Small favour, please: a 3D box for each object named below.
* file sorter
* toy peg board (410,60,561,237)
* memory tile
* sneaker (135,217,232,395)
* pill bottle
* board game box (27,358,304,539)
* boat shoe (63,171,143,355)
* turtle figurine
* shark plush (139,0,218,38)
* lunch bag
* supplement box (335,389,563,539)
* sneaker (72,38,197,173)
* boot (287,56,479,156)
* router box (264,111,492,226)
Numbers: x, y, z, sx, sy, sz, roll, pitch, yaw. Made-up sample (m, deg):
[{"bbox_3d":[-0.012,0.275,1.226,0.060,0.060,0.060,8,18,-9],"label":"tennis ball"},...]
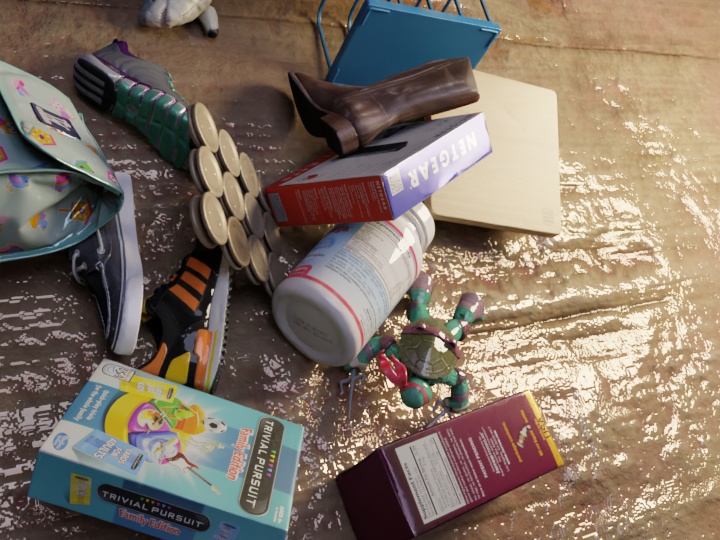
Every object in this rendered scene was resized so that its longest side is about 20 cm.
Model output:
[{"bbox_3d":[0.057,-0.329,1.074,0.197,0.139,0.125,1,60,-27],"label":"file sorter"},{"bbox_3d":[0.155,-0.145,1.066,0.197,0.098,0.203,7,76,-24],"label":"toy peg board"},{"bbox_3d":[-0.124,-0.064,0.820,0.016,0.200,0.156,-16,66,11],"label":"memory tile"},{"bbox_3d":[-0.175,0.023,0.797,0.088,0.070,0.203,6,57,-14],"label":"sneaker"},{"bbox_3d":[0.000,0.000,0.877,0.109,0.109,0.200,42,52,-1],"label":"pill bottle"},{"bbox_3d":[-0.152,0.158,0.680,0.197,0.048,0.151,20,20,-6],"label":"board game box"},{"bbox_3d":[-0.251,-0.012,0.774,0.067,0.072,0.203,3,60,-28],"label":"boat shoe"},{"bbox_3d":[0.069,0.096,0.872,0.149,0.101,0.201,34,47,-7],"label":"turtle figurine"},{"bbox_3d":[-0.223,-0.381,1.002,0.082,0.091,0.204,-3,66,5],"label":"shark plush"},{"bbox_3d":[-0.331,-0.099,0.728,0.197,0.123,0.171,-16,50,-33],"label":"lunch bag"},{"bbox_3d":[0.090,0.201,0.810,0.197,0.110,0.087,-14,71,-32],"label":"supplement box"},{"bbox_3d":[-0.214,-0.188,0.893,0.199,0.075,0.088,36,48,-4],"label":"sneaker"},{"bbox_3d":[0.027,-0.221,0.973,0.198,0.065,0.187,-26,47,-13],"label":"boot"},{"bbox_3d":[0.022,-0.113,0.902,0.199,0.177,0.050,-36,115,-41],"label":"router box"}]
